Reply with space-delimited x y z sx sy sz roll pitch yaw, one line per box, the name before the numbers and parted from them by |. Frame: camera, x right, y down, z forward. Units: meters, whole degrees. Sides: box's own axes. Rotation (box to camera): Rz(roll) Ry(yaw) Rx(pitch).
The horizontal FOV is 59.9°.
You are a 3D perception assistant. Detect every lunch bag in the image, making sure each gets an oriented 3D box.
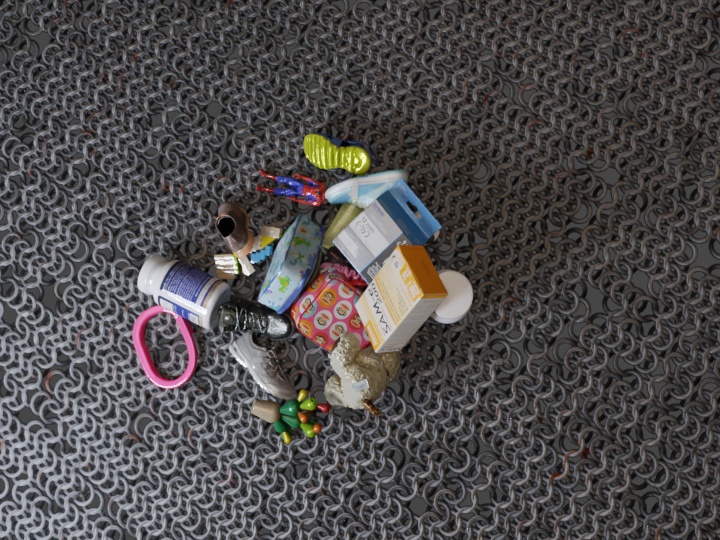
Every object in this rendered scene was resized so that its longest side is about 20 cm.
lunch bag | -0.156 -0.015 1.403 0.081 0.203 0.161 30 132 -16
lunch bag | -0.040 0.095 1.404 0.199 0.082 0.177 40 93 -29

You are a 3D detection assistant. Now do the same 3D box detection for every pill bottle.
pill bottle | 0.184 0.059 1.369 0.111 0.200 0.117 0 85 0
pill bottle | -0.414 0.046 1.470 0.196 0.116 0.118 25 87 7

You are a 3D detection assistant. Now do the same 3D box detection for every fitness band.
fitness band | -0.467 0.182 1.502 0.141 0.037 0.204 -26 82 2

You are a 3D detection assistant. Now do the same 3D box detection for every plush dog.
plush dog | 0.026 0.221 1.376 0.159 0.203 0.171 31 45 26

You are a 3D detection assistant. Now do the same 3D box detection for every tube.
tube | -0.024 -0.136 1.490 0.057 0.052 0.204 26 90 34

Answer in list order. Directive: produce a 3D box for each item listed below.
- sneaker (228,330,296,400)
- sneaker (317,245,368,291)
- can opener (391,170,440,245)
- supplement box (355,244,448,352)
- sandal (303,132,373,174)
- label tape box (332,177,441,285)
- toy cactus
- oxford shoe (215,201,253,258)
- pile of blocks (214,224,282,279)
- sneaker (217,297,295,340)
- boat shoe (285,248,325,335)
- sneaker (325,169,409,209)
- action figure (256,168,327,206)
sneaker | -0.217 0.219 1.455 0.199 0.075 0.082 43 91 8
sneaker | 0.000 0.000 1.460 0.196 0.079 0.097 20 50 -9
can opener | 0.114 -0.149 1.466 0.053 0.067 0.202 -36 83 0
supplement box | 0.079 0.061 1.290 0.072 0.201 0.128 -1 50 -35
sandal | -0.047 -0.283 1.495 0.196 0.087 0.081 22 123 22
label tape box | 0.057 -0.079 1.357 0.199 0.066 0.144 -42 88 15
toy cactus | -0.160 0.317 1.392 0.162 0.200 0.104 21 59 -15
oxford shoe | -0.302 -0.115 1.455 0.071 0.073 0.201 -39 42 3
pile of blocks | -0.257 -0.042 1.493 0.197 0.062 0.083 -29 94 14
sneaker | -0.246 0.116 1.415 0.196 0.114 0.078 18 105 25
boat shoe | -0.120 0.050 1.473 0.060 0.071 0.206 29 72 -35
sneaker | 0.021 -0.147 1.422 0.195 0.080 0.134 -12 87 7
action figure | -0.153 -0.197 1.507 0.195 0.052 0.067 13 82 4
